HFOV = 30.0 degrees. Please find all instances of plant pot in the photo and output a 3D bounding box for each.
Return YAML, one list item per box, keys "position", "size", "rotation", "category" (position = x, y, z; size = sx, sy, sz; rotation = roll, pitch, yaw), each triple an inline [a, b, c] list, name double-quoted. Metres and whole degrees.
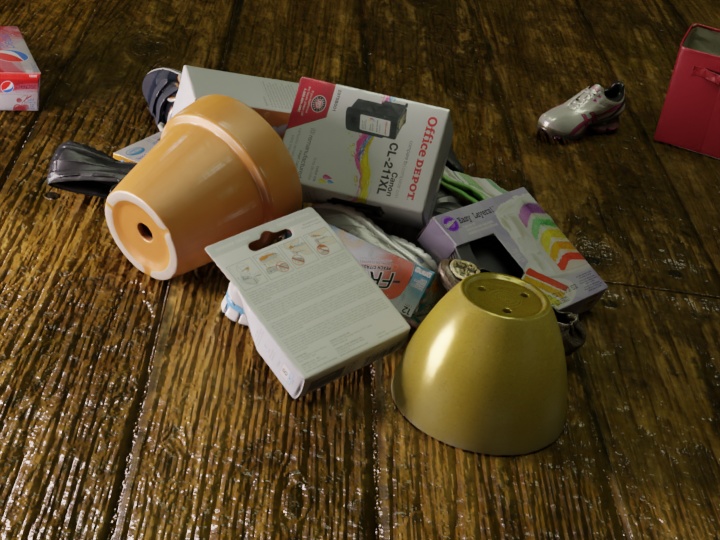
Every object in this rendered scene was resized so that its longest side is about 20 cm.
- position: [0.144, 0.087, 1.484]
  size: [0.200, 0.142, 0.200]
  rotation: [8, 27, -4]
  category: "plant pot"
- position: [-0.205, -0.087, 1.653]
  size: [0.200, 0.200, 0.183]
  rotation: [27, 49, 28]
  category: "plant pot"

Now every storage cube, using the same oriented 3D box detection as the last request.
- position: [0.630, -0.311, 2.365]
  size: [0.171, 0.180, 0.200]
  rotation: [18, 29, 13]
  category: "storage cube"

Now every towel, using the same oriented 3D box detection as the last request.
- position: [0.177, -0.110, 1.904]
  size: [0.149, 0.031, 0.200]
  rotation: [32, 10, 35]
  category: "towel"

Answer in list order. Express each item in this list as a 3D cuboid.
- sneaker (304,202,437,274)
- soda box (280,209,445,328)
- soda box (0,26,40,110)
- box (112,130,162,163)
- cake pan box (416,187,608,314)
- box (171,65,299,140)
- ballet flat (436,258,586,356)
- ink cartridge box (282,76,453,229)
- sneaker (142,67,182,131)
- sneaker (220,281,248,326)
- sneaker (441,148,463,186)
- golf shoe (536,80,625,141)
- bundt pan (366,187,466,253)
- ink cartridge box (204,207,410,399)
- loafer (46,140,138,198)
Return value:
- position: [-0.004, -0.020, 1.695]
  size: [0.200, 0.075, 0.082]
  rotation: [26, 64, 24]
  category: "sneaker"
- position: [0.000, 0.000, 1.624]
  size: [0.200, 0.064, 0.068]
  rotation: [25, -9, 22]
  category: "soda box"
- position: [-0.544, -0.313, 2.066]
  size: [0.070, 0.063, 0.200]
  rotation: [-3, 31, -25]
  category: "soda box"
- position: [-0.251, -0.141, 1.876]
  size: [0.200, 0.042, 0.119]
  rotation: [24, 30, 19]
  category: "box"
- position: [0.192, -0.008, 1.708]
  size: [0.200, 0.052, 0.184]
  rotation: [-18, 61, -42]
  category: "cake pan box"
- position: [-0.151, -0.190, 1.828]
  size: [0.200, 0.125, 0.098]
  rotation: [6, 34, -21]
  category: "box"
- position: [0.182, 0.036, 1.588]
  size: [0.200, 0.046, 0.067]
  rotation: [30, 44, -8]
  category: "ballet flat"
- position: [0.006, -0.151, 1.719]
  size: [0.200, 0.146, 0.083]
  rotation: [13, -12, 9]
  category: "ink cartridge box"
- position: [-0.278, -0.249, 2.026]
  size: [0.200, 0.079, 0.079]
  rotation: [33, 29, 33]
  category: "sneaker"
- position: [-0.061, 0.031, 1.576]
  size: [0.200, 0.087, 0.075]
  rotation: [11, 26, -3]
  category: "sneaker"
- position: [0.062, -0.159, 1.977]
  size: [0.200, 0.076, 0.091]
  rotation: [-1, 24, -20]
  category: "sneaker"
- position: [0.378, -0.279, 2.308]
  size: [0.200, 0.092, 0.073]
  rotation: [-18, 40, -40]
  category: "golf shoe"
- position: [0.062, -0.069, 1.819]
  size: [0.202, 0.076, 0.202]
  rotation: [9, 27, -5]
  category: "bundt pan"
- position: [-0.064, 0.033, 1.524]
  size: [0.160, 0.047, 0.200]
  rotation: [-24, 63, -35]
  category: "ink cartridge box"
- position: [-0.315, -0.109, 1.779]
  size: [0.200, 0.068, 0.070]
  rotation: [17, 64, -4]
  category: "loafer"
